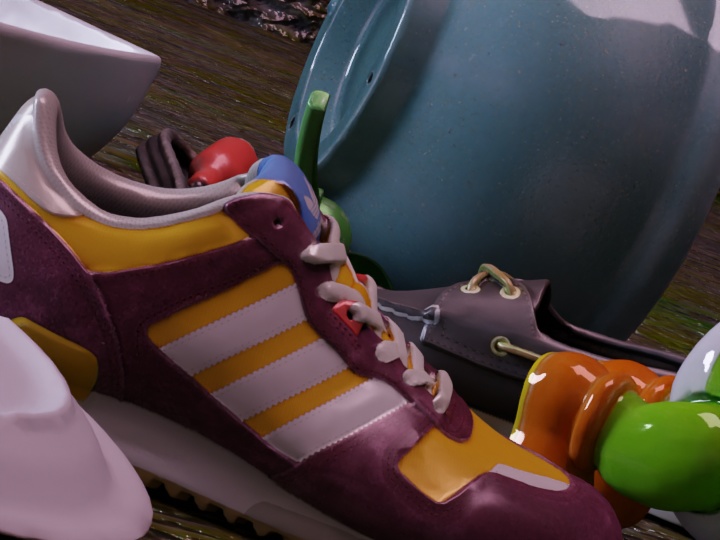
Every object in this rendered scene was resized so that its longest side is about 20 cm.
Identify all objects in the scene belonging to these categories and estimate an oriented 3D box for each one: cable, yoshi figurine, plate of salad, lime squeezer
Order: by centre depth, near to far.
[{"bbox_3d":[-0.136,0.013,0.603,0.200,0.048,0.200,32,7,-4],"label":"plate of salad"},{"bbox_3d":[0.148,0.086,0.849,0.200,0.112,0.112,10,-40,27],"label":"yoshi figurine"},{"bbox_3d":[0.000,0.000,1.050,0.071,0.038,0.200,16,-26,40],"label":"lime squeezer"},{"bbox_3d":[-0.058,-0.027,1.091,0.097,0.050,0.200,46,7,7],"label":"cable"}]

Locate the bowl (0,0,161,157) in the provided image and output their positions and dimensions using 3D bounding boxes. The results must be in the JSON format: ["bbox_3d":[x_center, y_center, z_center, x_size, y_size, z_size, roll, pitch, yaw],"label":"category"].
[{"bbox_3d":[-0.204,-0.096,1.129,0.200,0.075,0.200,25,6,25],"label":"bowl"}]

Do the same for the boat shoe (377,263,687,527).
[{"bbox_3d":[0.060,0.032,1.006,0.201,0.061,0.072,23,7,7],"label":"boat shoe"}]

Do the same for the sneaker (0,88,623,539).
[{"bbox_3d":[-0.014,0.021,0.734,0.200,0.090,0.075,21,7,-8],"label":"sneaker"}]

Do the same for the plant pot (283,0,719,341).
[{"bbox_3d":[0.052,-0.066,1.128,0.134,0.200,0.200,24,6,-17],"label":"plant pot"}]
